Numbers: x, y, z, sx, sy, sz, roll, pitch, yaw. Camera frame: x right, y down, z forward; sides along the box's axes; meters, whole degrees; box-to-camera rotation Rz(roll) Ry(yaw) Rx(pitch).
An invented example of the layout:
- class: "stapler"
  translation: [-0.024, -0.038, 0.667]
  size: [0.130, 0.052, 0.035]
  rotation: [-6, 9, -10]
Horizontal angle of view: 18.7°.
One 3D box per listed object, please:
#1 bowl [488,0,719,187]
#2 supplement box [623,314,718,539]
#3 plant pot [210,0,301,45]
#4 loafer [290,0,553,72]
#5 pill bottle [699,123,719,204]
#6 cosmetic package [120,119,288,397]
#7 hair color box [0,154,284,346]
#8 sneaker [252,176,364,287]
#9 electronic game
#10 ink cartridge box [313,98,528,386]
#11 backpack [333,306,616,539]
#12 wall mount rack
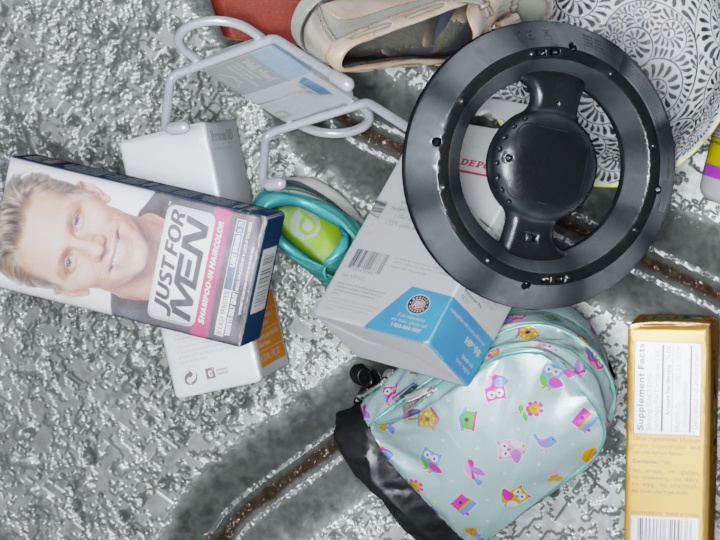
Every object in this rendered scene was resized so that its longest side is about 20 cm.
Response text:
- class: "bowl"
  translation: [0.196, -0.163, 1.600]
  size: [0.201, 0.094, 0.201]
  rotation: [3, 97, 27]
- class: "supplement box"
  translation: [0.234, 0.134, 1.643]
  size: [0.069, 0.067, 0.200]
  rotation: [4, 95, 13]
- class: "plant pot"
  translation: [-0.020, -0.262, 1.600]
  size: [0.200, 0.200, 0.176]
  rotation: [5, 108, 10]
- class: "loafer"
  translation: [0.052, -0.166, 1.516]
  size: [0.200, 0.063, 0.072]
  rotation: [-9, 132, -26]
- class: "pill bottle"
  translation: [0.318, -0.138, 1.584]
  size: [0.104, 0.104, 0.200]
  rotation: [14, 97, 9]
- class: "cosmetic package"
  translation: [-0.118, -0.011, 1.679]
  size: [0.071, 0.101, 0.200]
  rotation: [-12, 93, 11]
- class: "hair color box"
  translation: [-0.165, -0.016, 1.606]
  size: [0.200, 0.061, 0.100]
  rotation: [13, 97, 11]
- class: "sneaker"
  translation: [0.000, 0.000, 1.668]
  size: [0.200, 0.080, 0.078]
  rotation: [31, 100, 6]
- class: "electronic game"
  translation: [0.125, -0.073, 1.513]
  size: [0.200, 0.042, 0.200]
  rotation: [-1, 94, -15]
- class: "ink cartridge box"
  translation: [0.068, -0.026, 1.585]
  size: [0.116, 0.067, 0.200]
  rotation: [14, 67, 43]
- class: "backpack"
  translation: [0.099, 0.113, 1.617]
  size: [0.200, 0.127, 0.167]
  rotation: [-37, 110, 17]
- class: "wall mount rack"
  translation: [-0.040, -0.118, 1.579]
  size: [0.174, 0.200, 0.075]
  rotation: [-14, 62, 34]
